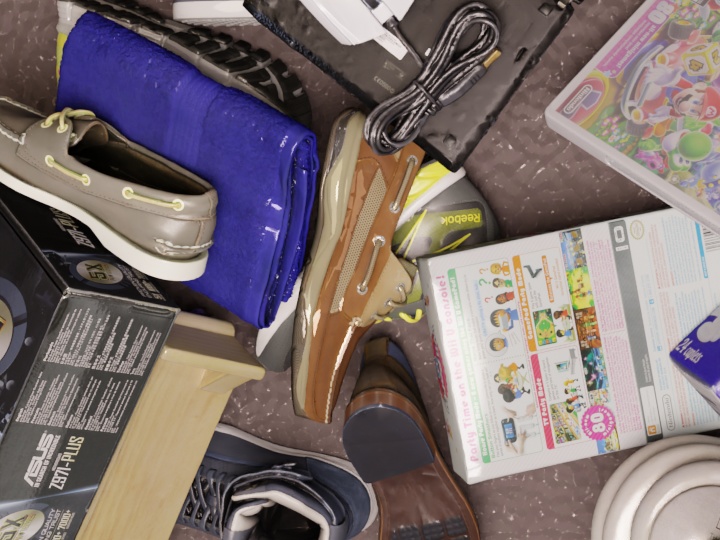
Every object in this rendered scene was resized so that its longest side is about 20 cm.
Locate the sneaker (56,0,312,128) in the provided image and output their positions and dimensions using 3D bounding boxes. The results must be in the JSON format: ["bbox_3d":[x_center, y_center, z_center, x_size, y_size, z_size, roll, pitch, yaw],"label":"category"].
[{"bbox_3d":[-0.126,-0.122,1.188,0.198,0.078,0.091,23,109,16],"label":"sneaker"}]

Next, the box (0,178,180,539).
[{"bbox_3d":[-0.221,0.064,1.094,0.164,0.086,0.202,44,114,45],"label":"box"}]

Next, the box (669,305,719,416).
[{"bbox_3d":[0.329,0.058,1.048,0.200,0.105,0.184,-44,98,2],"label":"box"}]

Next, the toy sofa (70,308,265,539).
[{"bbox_3d":[-0.150,0.120,1.129,0.098,0.082,0.202,40,111,50],"label":"toy sofa"}]

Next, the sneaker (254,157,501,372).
[{"bbox_3d":[0.011,0.010,1.166,0.200,0.074,0.085,-43,87,14],"label":"sneaker"}]

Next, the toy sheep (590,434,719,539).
[{"bbox_3d":[0.203,0.167,1.049,0.136,0.200,0.140,0,93,-4],"label":"toy sheep"}]

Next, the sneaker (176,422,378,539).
[{"bbox_3d":[-0.099,0.159,1.175,0.200,0.146,0.078,5,100,14],"label":"sneaker"}]

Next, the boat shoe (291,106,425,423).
[{"bbox_3d":[0.000,0.000,1.100,0.073,0.076,0.203,11,96,-2],"label":"boat shoe"}]

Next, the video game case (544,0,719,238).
[{"bbox_3d":[0.233,-0.096,1.061,0.199,0.018,0.143,37,75,29],"label":"video game case"}]

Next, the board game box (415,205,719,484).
[{"bbox_3d":[0.147,0.043,1.115,0.197,0.064,0.149,-11,94,-6],"label":"board game box"}]

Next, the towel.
[{"bbox_3d":[-0.116,-0.069,1.121,0.199,0.049,0.149,30,124,24],"label":"towel"}]

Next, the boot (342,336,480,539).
[{"bbox_3d":[0.040,0.142,1.186,0.074,0.097,0.202,-12,122,10],"label":"boot"}]

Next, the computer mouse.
[{"bbox_3d":[-0.006,-0.178,1.046,0.109,0.044,0.201,-40,86,12],"label":"computer mouse"}]

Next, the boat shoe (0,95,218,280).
[{"bbox_3d":[-0.172,-0.068,1.088,0.201,0.072,0.061,32,118,20],"label":"boat shoe"}]

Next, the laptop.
[{"bbox_3d":[0.058,-0.196,1.107,0.177,0.103,0.201,38,100,7],"label":"laptop"}]

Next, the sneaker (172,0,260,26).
[{"bbox_3d":[-0.029,-0.203,1.147,0.197,0.078,0.081,3,91,8],"label":"sneaker"}]
